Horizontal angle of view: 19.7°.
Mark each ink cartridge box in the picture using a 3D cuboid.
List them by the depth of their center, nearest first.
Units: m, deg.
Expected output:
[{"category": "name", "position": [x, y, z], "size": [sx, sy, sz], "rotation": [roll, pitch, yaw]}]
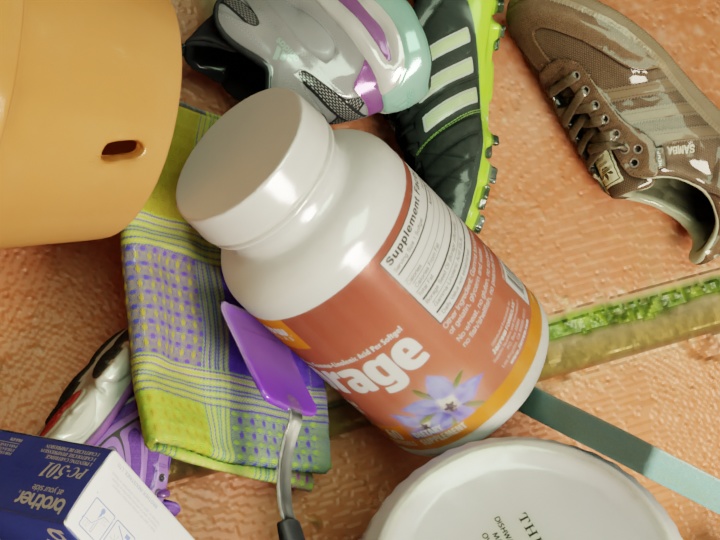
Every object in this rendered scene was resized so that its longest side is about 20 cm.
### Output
[{"category": "ink cartridge box", "position": [-0.102, 0.157, 0.985], "size": [0.044, 0.094, 0.200], "rotation": [-56, 129, -27]}]

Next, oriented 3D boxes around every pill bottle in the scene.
[{"category": "pill bottle", "position": [0.000, 0.000, 1.080], "size": [0.200, 0.112, 0.113], "rotation": [43, 60, -32]}]

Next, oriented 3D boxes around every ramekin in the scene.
[{"category": "ramekin", "position": [0.081, 0.178, 1.064], "size": [0.201, 0.094, 0.203], "rotation": [0, 59, 0]}]

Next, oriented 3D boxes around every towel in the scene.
[{"category": "towel", "position": [-0.070, 0.008, 1.099], "size": [0.143, 0.023, 0.201], "rotation": [20, 59, -47]}]

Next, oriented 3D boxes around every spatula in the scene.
[{"category": "spatula", "position": [-0.034, 0.110, 1.043], "size": [0.056, 0.020, 0.201], "rotation": [23, 51, -56]}]

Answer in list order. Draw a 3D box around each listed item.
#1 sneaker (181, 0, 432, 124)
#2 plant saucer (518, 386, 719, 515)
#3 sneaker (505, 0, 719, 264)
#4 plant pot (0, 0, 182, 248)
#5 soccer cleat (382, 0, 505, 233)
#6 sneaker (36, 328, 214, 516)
[{"category": "sneaker", "position": [-0.059, -0.158, 1.162], "size": [0.139, 0.078, 0.201], "rotation": [-21, 59, -11]}, {"category": "plant saucer", "position": [0.125, 0.086, 1.099], "size": [0.070, 0.200, 0.019], "rotation": [27, 88, -27]}, {"category": "sneaker", "position": [0.159, -0.087, 1.235], "size": [0.200, 0.070, 0.076], "rotation": [38, 64, -6]}, {"category": "plant pot", "position": [-0.180, -0.093, 1.036], "size": [0.139, 0.200, 0.201], "rotation": [10, 69, -31]}, {"category": "soccer cleat", "position": [0.040, -0.093, 1.198], "size": [0.081, 0.068, 0.201], "rotation": [6, 68, -3]}, {"category": "sneaker", "position": [-0.137, 0.114, 1.045], "size": [0.083, 0.081, 0.200], "rotation": [44, 62, -10]}]
